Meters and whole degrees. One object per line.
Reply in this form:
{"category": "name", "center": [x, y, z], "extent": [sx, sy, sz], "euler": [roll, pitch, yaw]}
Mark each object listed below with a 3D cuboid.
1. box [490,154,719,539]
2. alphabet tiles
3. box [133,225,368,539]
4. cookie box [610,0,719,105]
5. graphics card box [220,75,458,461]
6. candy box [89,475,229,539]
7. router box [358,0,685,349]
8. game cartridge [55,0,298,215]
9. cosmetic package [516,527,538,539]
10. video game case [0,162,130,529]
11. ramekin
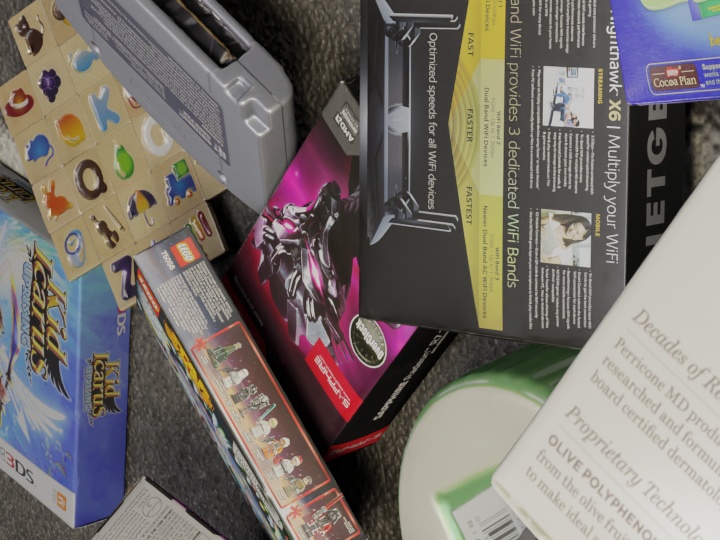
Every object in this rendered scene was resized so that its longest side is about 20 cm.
{"category": "box", "center": [0.203, 0.079, 0.844], "extent": [0.200, 0.198, 0.172], "euler": [44, 110, 32]}
{"category": "alphabet tiles", "center": [-0.150, -0.085, 1.401], "extent": [0.166, 0.006, 0.201], "euler": [-28, 80, 38]}
{"category": "box", "center": [-0.066, 0.083, 1.296], "extent": [0.201, 0.040, 0.137], "euler": [60, 169, 9]}
{"category": "cookie box", "center": [0.174, -0.176, 0.923], "extent": [0.171, 0.075, 0.201], "euler": [1, 104, 53]}
{"category": "graphics card box", "center": [0.000, 0.000, 1.237], "extent": [0.126, 0.051, 0.200], "euler": [58, 140, 20]}
{"category": "candy box", "center": [-0.053, 0.212, 1.317], "extent": [0.200, 0.061, 0.136], "euler": [33, 169, 42]}
{"category": "router box", "center": [0.074, -0.069, 1.069], "extent": [0.157, 0.052, 0.202], "euler": [8, 102, 39]}
{"category": "game cartridge", "center": [-0.106, -0.123, 1.287], "extent": [0.200, 0.041, 0.133], "euler": [45, 158, 20]}
{"category": "cosmetic package", "center": [0.156, 0.172, 0.959], "extent": [0.199, 0.108, 0.085], "euler": [34, 99, -4]}
{"category": "video game case", "center": [-0.225, 0.047, 1.552], "extent": [0.181, 0.045, 0.201], "euler": [30, 125, 42]}
{"category": "ramekin", "center": [0.108, 0.125, 1.101], "extent": [0.199, 0.097, 0.201], "euler": [23, 120, 46]}
